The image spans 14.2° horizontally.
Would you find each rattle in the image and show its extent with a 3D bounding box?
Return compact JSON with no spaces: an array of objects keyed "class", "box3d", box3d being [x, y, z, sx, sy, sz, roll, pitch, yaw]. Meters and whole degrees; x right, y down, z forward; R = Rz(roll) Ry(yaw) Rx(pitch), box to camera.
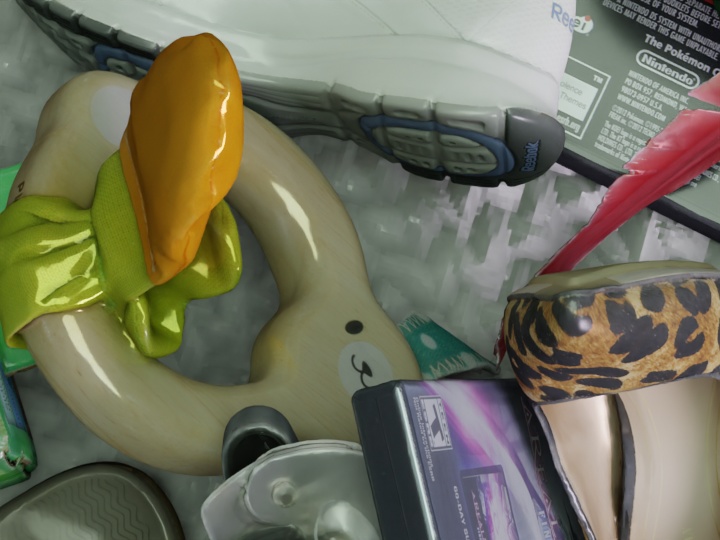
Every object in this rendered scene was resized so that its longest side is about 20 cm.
[{"class":"rattle","box3d":[0.000,0.000,0.879,0.200,0.131,0.143,31,127,-19]}]

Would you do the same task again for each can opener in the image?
[{"class":"can opener","box3d":[0.010,0.130,0.863,0.053,0.067,0.201,-21,112,5]}]

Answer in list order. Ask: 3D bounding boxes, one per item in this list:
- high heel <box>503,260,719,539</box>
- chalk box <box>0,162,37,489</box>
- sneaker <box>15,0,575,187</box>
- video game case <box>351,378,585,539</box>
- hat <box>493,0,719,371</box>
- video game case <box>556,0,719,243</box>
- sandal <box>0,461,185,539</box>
[{"class":"high heel","box3d":[0.089,0.074,0.882,0.071,0.200,0.143,-6,81,15]},{"class":"chalk box","box3d":[-0.174,0.022,0.910,0.199,0.124,0.125,-20,84,-4]},{"class":"sneaker","box3d":[-0.019,-0.086,0.948,0.199,0.075,0.087,12,72,17]},{"class":"video game case","box3d":[0.048,0.103,0.877,0.019,0.200,0.144,-15,84,16]},{"class":"hat","box3d":[0.157,-0.073,0.953,0.199,0.166,0.177,7,122,11]},{"class":"video game case","box3d":[0.142,-0.100,0.990,0.199,0.026,0.181,26,83,1]},{"class":"sandal","box3d":[-0.141,0.137,0.934,0.199,0.055,0.082,-31,86,-6]}]
